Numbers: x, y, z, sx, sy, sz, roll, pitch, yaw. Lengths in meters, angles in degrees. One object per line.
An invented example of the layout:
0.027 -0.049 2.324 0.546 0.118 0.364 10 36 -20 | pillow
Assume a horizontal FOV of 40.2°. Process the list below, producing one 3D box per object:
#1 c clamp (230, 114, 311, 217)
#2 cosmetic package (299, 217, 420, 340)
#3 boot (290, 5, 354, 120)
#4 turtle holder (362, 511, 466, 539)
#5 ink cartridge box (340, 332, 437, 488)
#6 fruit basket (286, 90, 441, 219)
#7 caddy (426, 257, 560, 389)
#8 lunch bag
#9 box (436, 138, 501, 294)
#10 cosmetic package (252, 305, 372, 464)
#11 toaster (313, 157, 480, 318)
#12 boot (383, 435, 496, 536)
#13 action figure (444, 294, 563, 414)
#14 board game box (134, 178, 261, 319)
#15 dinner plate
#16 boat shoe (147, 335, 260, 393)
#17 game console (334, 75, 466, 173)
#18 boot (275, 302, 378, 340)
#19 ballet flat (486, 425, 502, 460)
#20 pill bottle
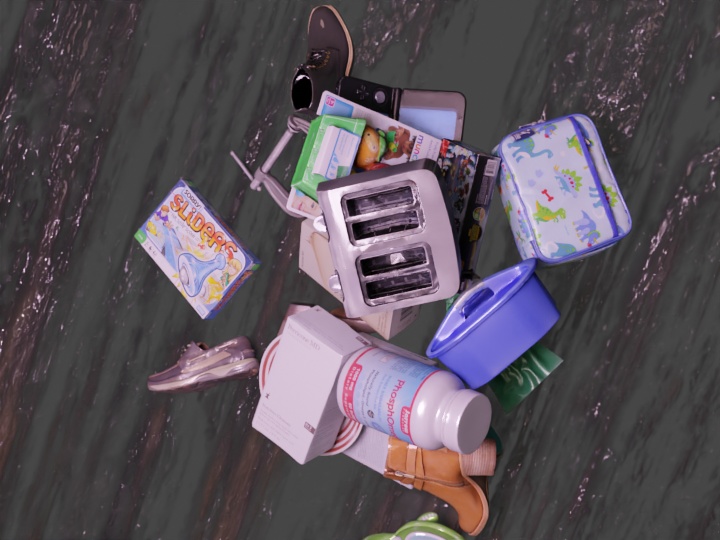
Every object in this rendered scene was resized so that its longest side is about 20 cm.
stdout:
-0.118 -0.173 1.568 0.171 0.027 0.200 54 134 5 | c clamp
0.000 0.000 1.489 0.200 0.073 0.104 37 142 27 | cosmetic package
-0.066 -0.327 1.529 0.077 0.138 0.202 -10 84 21 | boot
0.083 0.432 1.427 0.186 0.132 0.141 45 122 7 | turtle holder
0.020 0.201 1.489 0.199 0.040 0.201 20 114 36 | ink cartridge box
0.010 -0.141 1.427 0.199 0.094 0.187 20 81 -13 | fruit basket
0.178 0.066 1.352 0.200 0.141 0.105 -42 95 11 | caddy
0.282 -0.113 1.388 0.160 0.082 0.201 -16 82 -10 | lunch bag
0.138 -0.081 1.429 0.040 0.137 0.202 7 104 -19 | box
-0.073 0.167 1.444 0.112 0.081 0.201 31 119 26 | cosmetic package
0.046 -0.044 1.314 0.198 0.119 0.182 -12 102 8 | toaster
0.109 0.306 1.412 0.154 0.201 0.077 2 46 2 | boot
0.191 0.098 1.455 0.118 0.055 0.200 -46 77 16 | action figure
-0.275 -0.036 1.660 0.200 0.034 0.135 47 105 17 | board game box
-0.072 0.186 1.512 0.199 0.024 0.202 10 108 33 | dinner plate
-0.261 0.156 1.636 0.199 0.074 0.074 -14 73 12 | boat shoe
0.052 -0.184 1.493 0.116 0.175 0.202 6 90 51 | game console
-0.045 0.131 1.550 0.199 0.070 0.147 6 97 23 | boot
0.128 0.222 1.481 0.200 0.070 0.065 45 130 20 | ballet flat
0.073 0.178 1.334 0.199 0.108 0.110 15 94 39 | pill bottle
